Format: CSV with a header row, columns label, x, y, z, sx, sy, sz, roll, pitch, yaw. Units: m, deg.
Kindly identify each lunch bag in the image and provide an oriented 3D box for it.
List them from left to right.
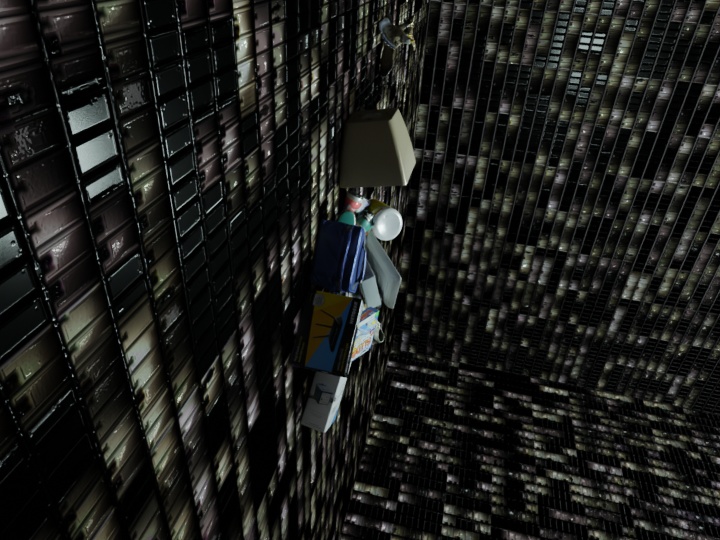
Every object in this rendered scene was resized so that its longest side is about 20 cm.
label,x,y,z,sx,sy,sz,roll,pitch,yaw
lunch bag,-0.050,-0.028,1.417,0.136,0.131,0.202,35,65,-79

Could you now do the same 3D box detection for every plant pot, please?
label,x,y,z,sx,sy,sz,roll,pitch,yaw
plant pot,0.045,-0.364,1.515,0.201,0.197,0.179,-65,151,-57

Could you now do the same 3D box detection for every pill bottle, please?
label,x,y,z,sx,sy,sz,roll,pitch,yaw
pill bottle,0.056,-0.179,1.774,0.200,0.108,0.111,-137,-130,-60

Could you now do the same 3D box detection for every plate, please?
label,x,y,z,sx,sy,sz,roll,pitch,yaw
plate,0.058,0.004,1.672,0.201,0.032,0.200,60,-19,26

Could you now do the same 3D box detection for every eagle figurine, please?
label,x,y,z,sx,sy,sz,roll,pitch,yaw
eagle figurine,0.114,-0.777,1.758,0.200,0.150,0.152,-45,111,-21

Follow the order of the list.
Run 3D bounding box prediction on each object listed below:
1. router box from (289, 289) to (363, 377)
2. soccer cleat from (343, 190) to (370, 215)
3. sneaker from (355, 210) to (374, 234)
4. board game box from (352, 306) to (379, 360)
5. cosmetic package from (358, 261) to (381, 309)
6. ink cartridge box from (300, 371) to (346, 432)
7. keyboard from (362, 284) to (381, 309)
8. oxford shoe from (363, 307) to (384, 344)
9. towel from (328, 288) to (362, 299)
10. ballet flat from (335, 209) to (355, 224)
label,x,y,z,sx,sy,sz,roll,pitch,yaw
router box,-0.085,0.162,1.347,0.051,0.147,0.202,77,24,-68
soccer cleat,-0.018,-0.210,1.670,0.074,0.068,0.200,-62,174,10
sneaker,0.009,-0.147,1.674,0.080,0.071,0.200,-46,-175,-4
board game box,-0.022,0.200,1.511,0.199,0.034,0.137,-26,134,-53
cosmetic package,0.000,0.000,1.638,0.151,0.051,0.201,72,-6,-51
ink cartridge box,-0.101,0.370,1.595,0.146,0.085,0.202,6,99,-81
keyboard,0.018,0.096,1.751,0.200,0.020,0.129,-161,-107,-63
oxford shoe,0.030,0.165,1.642,0.201,0.057,0.076,65,27,-45
towel,-0.054,0.126,1.617,0.166,0.085,0.201,68,20,-46
ballet flat,-0.059,-0.088,1.556,0.067,0.067,0.202,-115,-143,-72
